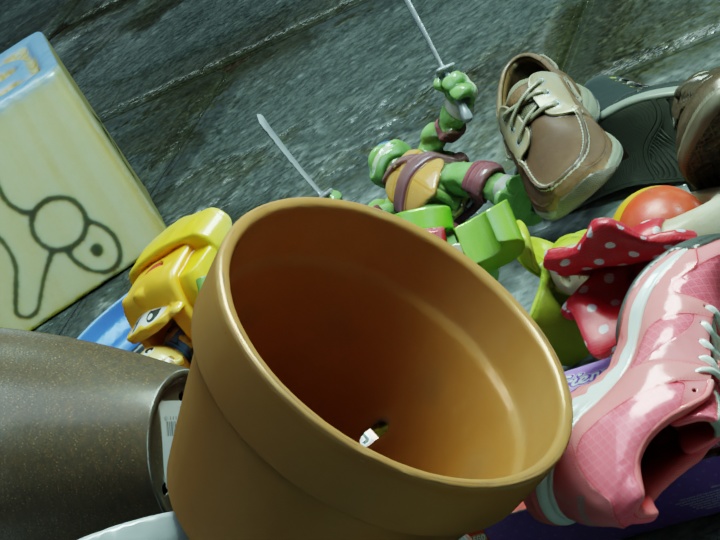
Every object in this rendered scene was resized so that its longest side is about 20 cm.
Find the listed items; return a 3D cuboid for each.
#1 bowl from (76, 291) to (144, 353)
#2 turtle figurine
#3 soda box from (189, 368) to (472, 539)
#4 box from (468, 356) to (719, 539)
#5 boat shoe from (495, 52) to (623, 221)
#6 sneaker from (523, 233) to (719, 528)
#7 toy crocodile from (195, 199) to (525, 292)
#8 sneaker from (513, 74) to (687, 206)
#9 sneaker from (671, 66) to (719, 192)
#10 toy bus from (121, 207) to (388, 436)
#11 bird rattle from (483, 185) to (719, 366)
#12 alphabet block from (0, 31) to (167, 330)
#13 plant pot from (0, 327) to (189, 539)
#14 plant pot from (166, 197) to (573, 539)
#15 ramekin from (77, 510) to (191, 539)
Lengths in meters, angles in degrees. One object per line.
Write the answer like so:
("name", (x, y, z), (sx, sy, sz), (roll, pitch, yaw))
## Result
("bowl", (-0.127, 0.047, 1.592), (0.200, 0.039, 0.201), (-27, 21, 11))
("turtle figurine", (0.034, -0.076, 1.623), (0.144, 0.201, 0.194), (-28, 37, -20))
("soda box", (-0.018, 0.120, 1.268), (0.068, 0.064, 0.200), (-37, 60, -13))
("box", (0.159, 0.094, 1.261), (0.199, 0.039, 0.137), (-20, 24, 29))
("boat shoe", (0.124, -0.095, 1.507), (0.076, 0.072, 0.200), (-42, 18, 11))
("sneaker", (0.171, 0.065, 1.184), (0.087, 0.074, 0.200), (11, 54, 46))
("toy crocodile", (0.000, 0.000, 1.324), (0.199, 0.068, 0.062), (-10, -8, 5))
("sneaker", (0.207, -0.116, 1.609), (0.199, 0.075, 0.106), (-16, 29, 39))
("sneaker", (0.221, -0.097, 1.408), (0.070, 0.076, 0.200), (-24, -18, -1))
("toy bus", (-0.088, 0.092, 1.396), (0.192, 0.200, 0.136), (-53, 14, -31))
("bird rattle", (0.163, -0.018, 1.351), (0.163, 0.113, 0.200), (-26, -2, -21))
("alphabet block", (-0.321, -0.082, 2.113), (0.195, 0.200, 0.196), (-32, 21, -1))
("plant pot", (-0.178, 0.111, 1.255), (0.199, 0.188, 0.187), (-8, 30, 27))
("plant pot", (-0.010, 0.081, 1.138), (0.140, 0.199, 0.200), (-59, 5, 33))
("ramekin", (-0.129, 0.217, 1.192), (0.200, 0.098, 0.201), (-21, -21, -9))
